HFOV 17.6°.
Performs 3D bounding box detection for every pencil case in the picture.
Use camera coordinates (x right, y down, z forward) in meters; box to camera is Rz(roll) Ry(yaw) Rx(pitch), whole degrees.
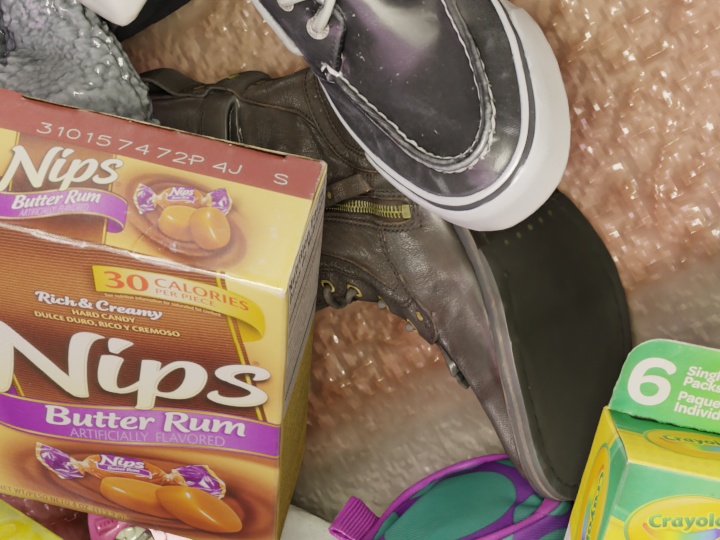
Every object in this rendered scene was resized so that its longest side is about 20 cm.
[{"bbox_3d":[0.065,0.169,0.869,0.092,0.085,0.200,-8,112,33],"label":"pencil case"}]

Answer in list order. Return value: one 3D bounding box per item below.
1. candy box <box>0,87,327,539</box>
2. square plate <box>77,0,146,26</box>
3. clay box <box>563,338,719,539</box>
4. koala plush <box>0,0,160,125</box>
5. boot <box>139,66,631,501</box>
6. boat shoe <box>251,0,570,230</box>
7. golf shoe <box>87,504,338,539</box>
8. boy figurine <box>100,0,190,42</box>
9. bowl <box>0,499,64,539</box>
[{"bbox_3d":[-0.077,0.025,0.816,0.116,0.057,0.200,13,147,5],"label":"candy box"},{"bbox_3d":[-0.099,-0.210,0.770,0.200,0.028,0.198,35,99,30],"label":"square plate"},{"bbox_3d":[0.119,0.128,0.783,0.115,0.048,0.200,11,111,-8],"label":"clay box"},{"bbox_3d":[-0.210,-0.058,0.866,0.184,0.200,0.177,56,163,1],"label":"koala plush"},{"bbox_3d":[0.000,0.000,0.863,0.174,0.069,0.200,-19,91,43],"label":"boot"},{"bbox_3d":[-0.003,-0.097,0.759,0.072,0.068,0.200,-40,59,21],"label":"boat shoe"},{"bbox_3d":[-0.018,0.133,0.948,0.200,0.075,0.092,35,173,0],"label":"golf shoe"},{"bbox_3d":[-0.122,-0.186,0.852,0.200,0.064,0.124,51,151,6],"label":"boy figurine"},{"bbox_3d":[-0.121,0.177,0.944,0.200,0.108,0.200,32,168,8],"label":"bowl"}]
